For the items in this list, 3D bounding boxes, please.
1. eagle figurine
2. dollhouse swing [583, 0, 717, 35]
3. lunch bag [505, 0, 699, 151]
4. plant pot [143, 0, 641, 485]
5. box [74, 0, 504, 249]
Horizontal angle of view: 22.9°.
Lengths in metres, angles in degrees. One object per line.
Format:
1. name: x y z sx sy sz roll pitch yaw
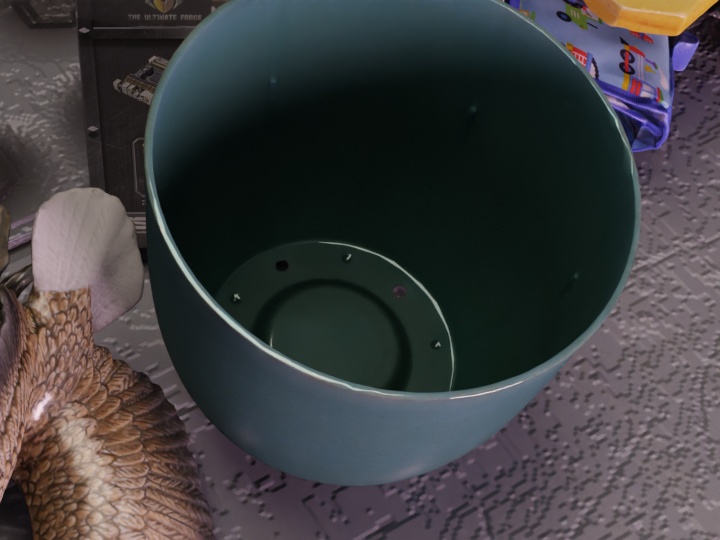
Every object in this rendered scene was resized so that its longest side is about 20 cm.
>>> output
1. eagle figurine: -0.142 0.074 0.740 0.151 0.152 0.200 -11 40 -23
2. dollhouse swing: 0.134 -0.184 0.926 0.200 0.182 0.176 42 75 14
3. lunch bag: 0.081 -0.133 0.940 0.198 0.094 0.151 13 42 -7
4. plant pot: 0.000 0.000 0.760 0.199 0.161 0.202 6 58 -9
5. box: -0.033 -0.089 0.845 0.198 0.159 0.048 -1 31 -1
